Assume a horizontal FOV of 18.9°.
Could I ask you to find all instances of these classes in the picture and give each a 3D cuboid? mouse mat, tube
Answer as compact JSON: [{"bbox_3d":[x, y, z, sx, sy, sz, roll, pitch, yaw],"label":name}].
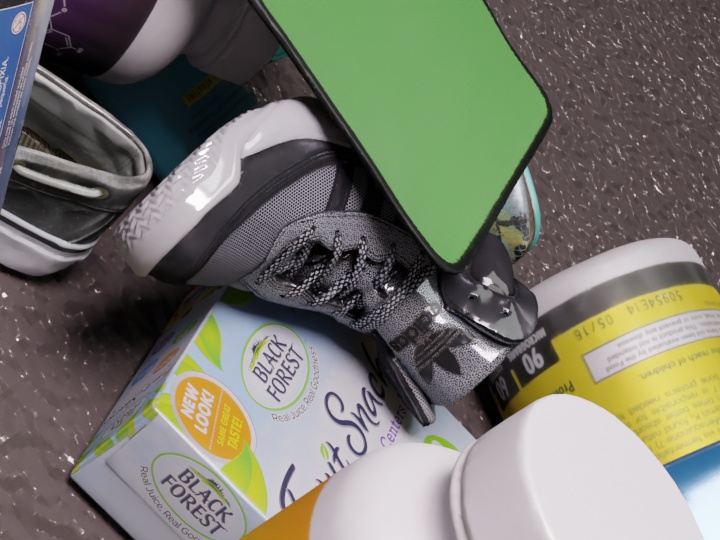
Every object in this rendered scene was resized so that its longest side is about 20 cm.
[{"bbox_3d":[0.001,-0.108,0.803,0.200,0.008,0.161,56,31,-13],"label":"mouse mat"},{"bbox_3d":[-0.035,-0.017,0.895,0.200,0.050,0.077,52,49,-10],"label":"tube"}]

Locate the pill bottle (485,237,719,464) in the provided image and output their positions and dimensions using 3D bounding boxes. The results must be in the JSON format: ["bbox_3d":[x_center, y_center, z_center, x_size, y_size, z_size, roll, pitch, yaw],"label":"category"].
[{"bbox_3d":[0.140,0.097,0.950,0.114,0.114,0.201,4,55,-53],"label":"pill bottle"}]

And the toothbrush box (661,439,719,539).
[{"bbox_3d":[0.154,0.160,0.747,0.085,0.146,0.201,89,-24,-69],"label":"toothbrush box"}]

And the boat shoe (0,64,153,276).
[{"bbox_3d":[-0.158,-0.073,0.746,0.200,0.071,0.072,31,37,-32],"label":"boat shoe"}]

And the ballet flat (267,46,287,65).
[{"bbox_3d":[-0.105,-0.143,0.927,0.200,0.068,0.062,30,7,-41],"label":"ballet flat"}]

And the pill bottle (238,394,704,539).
[{"bbox_3d":[0.003,0.120,0.641,0.111,0.200,0.111,36,34,-29],"label":"pill bottle"}]

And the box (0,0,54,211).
[{"bbox_3d":[-0.178,-0.074,0.570,0.199,0.137,0.040,26,24,17],"label":"box"}]

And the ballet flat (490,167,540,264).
[{"bbox_3d":[0.021,-0.086,1.040,0.074,0.074,0.201,13,46,-49],"label":"ballet flat"}]

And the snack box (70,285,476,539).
[{"bbox_3d":[-0.001,0.096,0.811,0.200,0.053,0.142,46,29,-11],"label":"snack box"}]

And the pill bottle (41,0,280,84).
[{"bbox_3d":[-0.119,-0.139,0.791,0.199,0.113,0.113,20,41,-22],"label":"pill bottle"}]

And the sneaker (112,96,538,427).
[{"bbox_3d":[0.000,0.000,0.787,0.114,0.075,0.200,53,27,12],"label":"sneaker"}]
